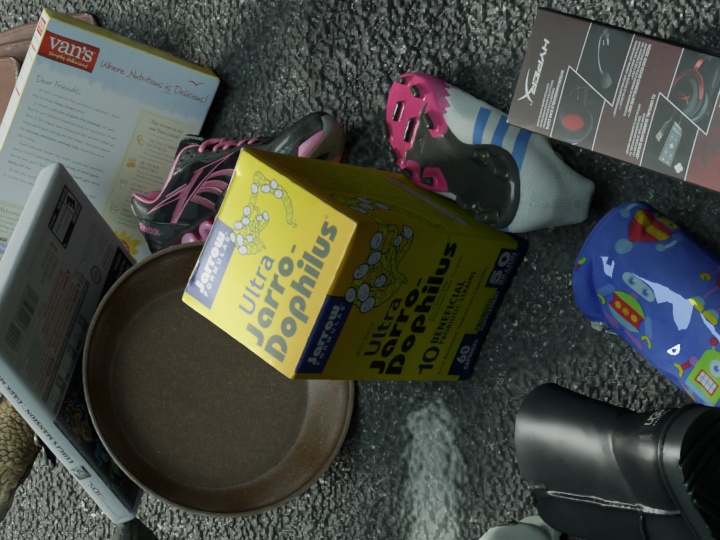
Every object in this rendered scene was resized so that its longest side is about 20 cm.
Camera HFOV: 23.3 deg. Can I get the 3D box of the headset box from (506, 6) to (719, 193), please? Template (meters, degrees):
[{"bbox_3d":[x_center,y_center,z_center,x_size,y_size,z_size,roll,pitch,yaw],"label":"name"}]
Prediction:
[{"bbox_3d":[0.211,-0.088,1.024,0.199,0.148,0.076,22,101,35],"label":"headset box"}]

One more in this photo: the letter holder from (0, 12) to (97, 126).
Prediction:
[{"bbox_3d":[-0.317,-0.141,1.454,0.199,0.100,0.144,-11,79,36],"label":"letter holder"}]

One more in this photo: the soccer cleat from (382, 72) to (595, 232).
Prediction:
[{"bbox_3d":[0.084,-0.076,1.176,0.200,0.086,0.070,48,130,54],"label":"soccer cleat"}]

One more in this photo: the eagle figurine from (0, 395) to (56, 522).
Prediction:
[{"bbox_3d":[-0.234,0.104,1.302,0.150,0.199,0.153,1,101,32],"label":"eagle figurine"}]

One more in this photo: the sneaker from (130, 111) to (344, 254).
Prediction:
[{"bbox_3d":[-0.099,-0.070,1.294,0.199,0.079,0.096,-36,74,28],"label":"sneaker"}]

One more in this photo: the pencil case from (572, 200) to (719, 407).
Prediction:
[{"bbox_3d":[0.212,0.043,1.058,0.200,0.078,0.087,43,121,30],"label":"pencil case"}]

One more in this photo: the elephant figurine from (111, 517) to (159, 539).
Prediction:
[{"bbox_3d":[-0.162,0.248,1.239,0.154,0.200,0.143,4,71,31],"label":"elephant figurine"}]

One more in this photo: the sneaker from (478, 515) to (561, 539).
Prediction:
[{"bbox_3d":[0.113,0.260,1.114,0.074,0.088,0.202,-29,72,30],"label":"sneaker"}]

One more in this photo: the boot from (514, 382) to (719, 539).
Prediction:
[{"bbox_3d":[0.187,0.161,1.071,0.168,0.076,0.201,1,122,60],"label":"boot"}]

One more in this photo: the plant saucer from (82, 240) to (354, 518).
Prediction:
[{"bbox_3d":[-0.103,0.080,1.244,0.037,0.199,0.202,135,122,-63],"label":"plant saucer"}]

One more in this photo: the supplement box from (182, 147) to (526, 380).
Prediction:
[{"bbox_3d":[0.000,0.000,1.144,0.109,0.199,0.110,32,106,34],"label":"supplement box"}]

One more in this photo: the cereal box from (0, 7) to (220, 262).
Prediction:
[{"bbox_3d":[-0.210,-0.084,1.346,0.201,0.143,0.040,-66,24,12],"label":"cereal box"}]

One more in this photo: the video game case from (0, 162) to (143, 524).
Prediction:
[{"bbox_3d":[-0.196,0.049,1.249,0.023,0.182,0.201,-20,33,23],"label":"video game case"}]
